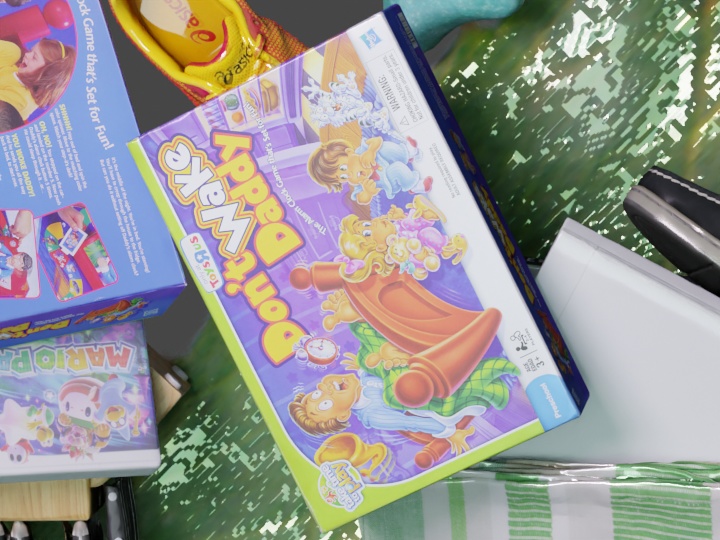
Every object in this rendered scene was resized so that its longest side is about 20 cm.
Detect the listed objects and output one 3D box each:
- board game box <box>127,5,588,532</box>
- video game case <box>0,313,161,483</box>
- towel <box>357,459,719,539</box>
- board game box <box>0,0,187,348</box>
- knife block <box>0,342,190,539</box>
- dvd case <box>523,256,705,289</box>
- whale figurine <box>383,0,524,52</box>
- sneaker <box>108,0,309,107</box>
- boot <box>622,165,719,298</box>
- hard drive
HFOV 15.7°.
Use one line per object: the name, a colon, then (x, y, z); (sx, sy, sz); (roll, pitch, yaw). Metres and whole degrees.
board game box: (0.000, 0.000, 1.195); (0.134, 0.045, 0.201); (-26, 95, 14)
video game case: (-0.175, 0.001, 1.236); (0.142, 0.018, 0.202); (-1, 71, -23)
towel: (0.099, 0.159, 1.256); (0.198, 0.023, 0.154); (-1, 114, 14)
board game box: (-0.175, -0.066, 1.226); (0.134, 0.045, 0.201); (-11, 75, -25)
knife block: (-0.176, 0.089, 1.292); (0.200, 0.064, 0.176); (44, 91, -1)
dvd case: (0.087, 0.095, 1.288); (0.149, 0.025, 0.202); (7, 101, 7)
whale figurine: (-0.005, -0.187, 1.211); (0.158, 0.104, 0.201); (-19, 109, 35)
sneaker: (-0.046, -0.082, 1.255); (0.200, 0.077, 0.073); (37, 101, 0)
boot: (0.240, -0.037, 1.215); (0.203, 0.073, 0.154); (29, 86, 6)
hard drive: (0.156, 0.078, 1.235); (0.199, 0.026, 0.132); (28, 117, 3)
